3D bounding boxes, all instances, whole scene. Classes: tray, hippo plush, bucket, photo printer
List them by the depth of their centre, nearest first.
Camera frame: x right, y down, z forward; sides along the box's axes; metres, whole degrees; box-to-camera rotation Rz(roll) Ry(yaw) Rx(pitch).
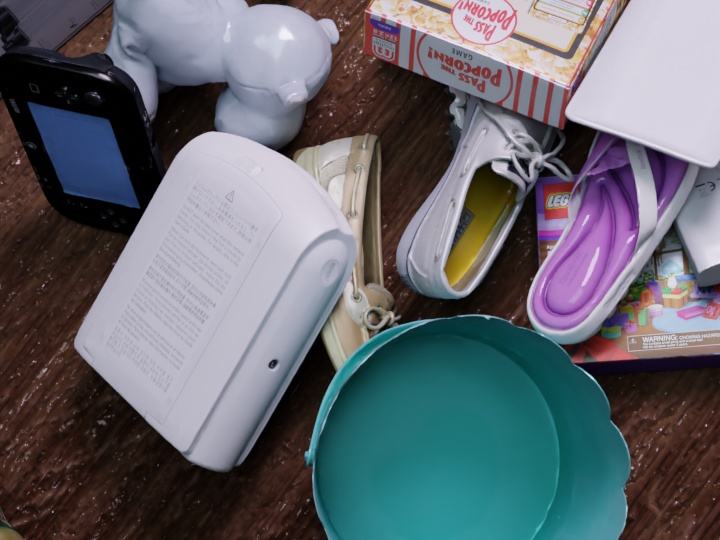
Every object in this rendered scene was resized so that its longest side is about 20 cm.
[{"bbox_3d":[0.062,0.126,1.228,0.205,0.135,0.209,0,89,-8],"label":"bucket"},{"bbox_3d":[0.219,-0.141,1.282,0.107,0.022,0.200,21,49,15],"label":"tray"},{"bbox_3d":[-0.097,0.012,1.310,0.166,0.069,0.201,36,100,40],"label":"photo printer"},{"bbox_3d":[-0.096,-0.175,1.369,0.159,0.201,0.160,18,45,-4],"label":"hippo plush"}]

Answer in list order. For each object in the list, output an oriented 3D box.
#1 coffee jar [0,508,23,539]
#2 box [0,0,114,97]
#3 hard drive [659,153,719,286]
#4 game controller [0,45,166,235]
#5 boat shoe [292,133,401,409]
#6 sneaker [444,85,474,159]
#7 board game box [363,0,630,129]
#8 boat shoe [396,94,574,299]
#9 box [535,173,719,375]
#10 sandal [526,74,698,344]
[{"bbox_3d":[-0.304,0.167,1.345,0.104,0.085,0.201,-26,71,1],"label":"coffee jar"},{"bbox_3d":[-0.242,-0.222,1.421,0.200,0.117,0.060,-41,72,-1],"label":"box"},{"bbox_3d":[0.259,-0.093,1.300,0.131,0.026,0.201,-18,55,1],"label":"hard drive"},{"bbox_3d":[-0.190,-0.086,1.335,0.103,0.201,0.042,5,58,10],"label":"game controller"},{"bbox_3d":[0.001,0.000,1.338,0.063,0.073,0.202,-16,65,11],"label":"boat shoe"},{"bbox_3d":[0.114,-0.164,1.361,0.090,0.066,0.202,7,74,15],"label":"sneaker"},{"bbox_3d":[0.111,-0.207,1.310,0.150,0.046,0.201,23,58,13],"label":"board game box"},{"bbox_3d":[0.099,-0.070,1.291,0.074,0.086,0.203,36,81,-27],"label":"boat shoe"},{"bbox_3d":[0.222,-0.003,1.310,0.198,0.039,0.138,-5,73,10],"label":"box"},{"bbox_3d":[0.169,-0.047,1.261,0.082,0.050,0.204,13,72,35],"label":"sandal"}]
